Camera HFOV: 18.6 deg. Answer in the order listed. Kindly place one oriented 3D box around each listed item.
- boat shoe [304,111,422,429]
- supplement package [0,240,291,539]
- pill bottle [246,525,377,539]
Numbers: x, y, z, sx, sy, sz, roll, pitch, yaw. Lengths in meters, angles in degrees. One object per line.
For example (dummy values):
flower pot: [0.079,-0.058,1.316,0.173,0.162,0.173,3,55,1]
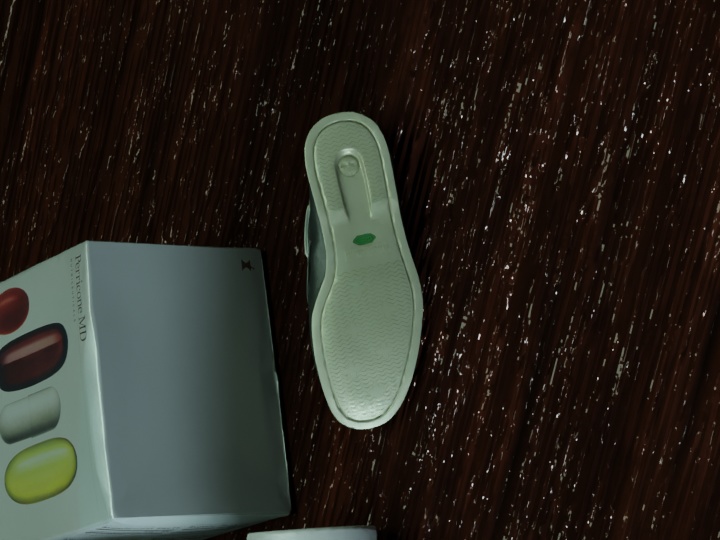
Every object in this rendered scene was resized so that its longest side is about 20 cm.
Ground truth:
boat shoe: [0.000,0.000,1.408,0.068,0.072,0.200,-174,79,-86]
supplement package: [-0.173,0.096,1.530,0.200,0.147,0.191,-23,70,48]
pill bottle: [-0.025,0.261,1.370,0.109,0.109,0.200,-13,78,49]
